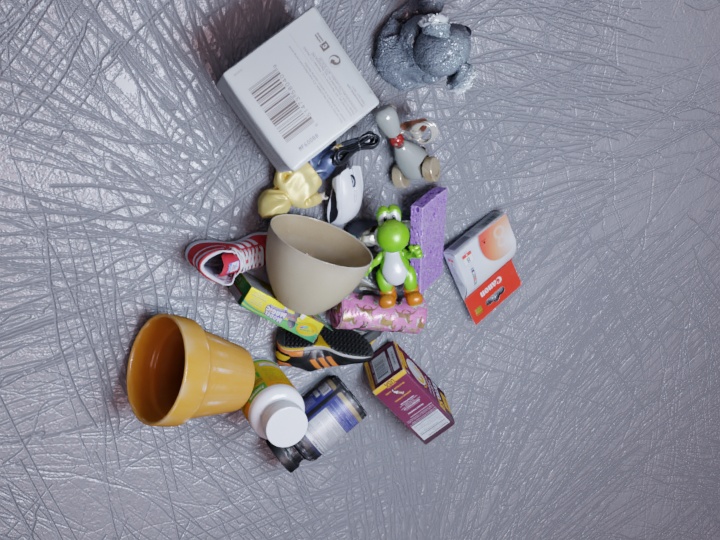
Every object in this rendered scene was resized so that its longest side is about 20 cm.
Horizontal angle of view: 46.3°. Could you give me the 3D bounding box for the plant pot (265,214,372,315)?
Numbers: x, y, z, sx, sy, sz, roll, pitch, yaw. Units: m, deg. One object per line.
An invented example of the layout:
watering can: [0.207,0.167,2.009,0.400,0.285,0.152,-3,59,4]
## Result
plant pot: [-0.094,0.002,1.555,0.199,0.201,0.135,12,113,-27]

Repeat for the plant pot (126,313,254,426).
plant pot: [-0.305,0.192,1.571,0.182,0.200,0.202,14,102,-44]

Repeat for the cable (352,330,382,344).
cable: [0.037,0.112,1.783,0.199,0.050,0.098,-29,101,-26]

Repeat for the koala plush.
koala plush: [0.135,-0.404,1.546,0.183,0.200,0.178,-34,118,-10]

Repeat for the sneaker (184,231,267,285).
sneaker: [-0.217,-0.023,1.567,0.198,0.112,0.072,-7,109,-22]

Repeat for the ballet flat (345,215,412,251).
ballet flat: [0.067,-0.072,1.705,0.198,0.073,0.074,-4,109,-23]

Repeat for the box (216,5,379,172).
box: [-0.112,-0.306,1.461,0.200,0.171,0.200,-38,102,-8]

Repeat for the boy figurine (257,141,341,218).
boy figurine: [-0.112,-0.168,1.594,0.200,0.064,0.124,-47,120,-3]

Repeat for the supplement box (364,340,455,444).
supplement box: [0.105,0.262,1.802,0.085,0.111,0.200,-37,120,11]

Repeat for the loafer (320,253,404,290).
loafer: [0.000,0.000,1.703,0.198,0.070,0.076,11,82,-23]

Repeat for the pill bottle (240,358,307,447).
pill bottle: [-0.173,0.258,1.633,0.110,0.200,0.112,-8,110,-22]

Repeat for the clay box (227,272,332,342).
clay box: [-0.155,0.073,1.627,0.199,0.115,0.048,31,95,-29]

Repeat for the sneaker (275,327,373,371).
sneaker: [-0.076,0.168,1.713,0.198,0.070,0.090,7,133,-10]

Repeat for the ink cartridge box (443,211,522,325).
ink cartridge box: [0.278,-0.001,1.817,0.162,0.050,0.201,-38,116,-21]

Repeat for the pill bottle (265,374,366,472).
pill bottle: [-0.094,0.319,1.741,0.200,0.112,0.112,-39,119,-7]

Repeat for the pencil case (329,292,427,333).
pencil case: [0.035,0.084,1.713,0.198,0.086,0.084,4,78,-21]

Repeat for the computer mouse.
computer mouse: [-0.018,-0.163,1.609,0.109,0.044,0.201,-29,142,-37]

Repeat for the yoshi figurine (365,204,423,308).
yoshi figurine: [0.064,-0.021,1.604,0.112,0.112,0.202,-26,118,-34]

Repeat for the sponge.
sponge: [0.137,-0.059,1.715,0.111,0.030,0.202,-39,136,-49]

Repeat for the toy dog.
toy dog: [0.094,-0.251,1.636,0.131,0.097,0.201,8,143,11]
